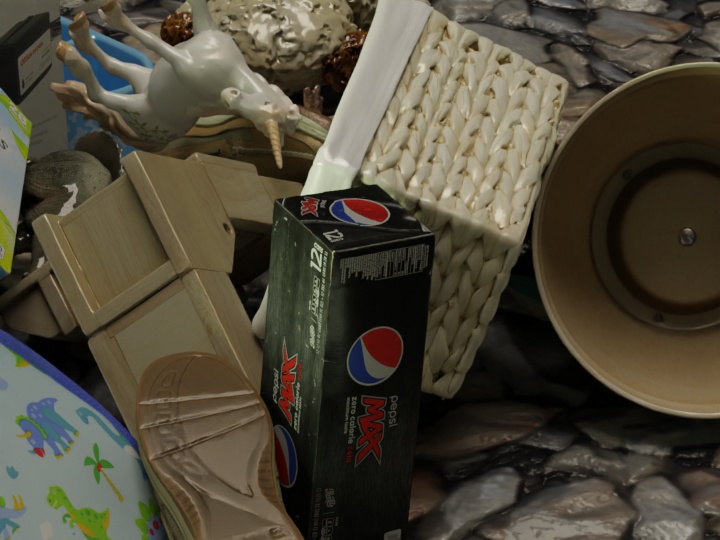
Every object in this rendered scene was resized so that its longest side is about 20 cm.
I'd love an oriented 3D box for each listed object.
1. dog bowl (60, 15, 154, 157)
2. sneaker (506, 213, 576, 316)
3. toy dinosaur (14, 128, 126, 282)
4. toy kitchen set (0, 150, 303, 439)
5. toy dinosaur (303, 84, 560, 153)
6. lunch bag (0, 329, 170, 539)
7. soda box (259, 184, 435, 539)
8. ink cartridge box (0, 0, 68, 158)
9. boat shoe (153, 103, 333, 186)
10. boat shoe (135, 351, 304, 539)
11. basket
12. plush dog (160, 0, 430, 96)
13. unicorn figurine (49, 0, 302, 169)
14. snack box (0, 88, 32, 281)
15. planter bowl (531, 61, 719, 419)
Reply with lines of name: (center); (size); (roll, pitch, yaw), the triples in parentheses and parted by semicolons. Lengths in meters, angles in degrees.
dog bowl: (-0.218, -0.132, 2.083); (0.111, 0.050, 0.200); (-25, 36, -37)
sneaker: (0.066, -0.055, 1.847); (0.071, 0.080, 0.200); (-45, 59, -10)
toy dinosaur: (-0.191, -0.045, 1.856); (0.102, 0.077, 0.200); (-27, 7, 7)
toy kitchen set: (-0.107, 0.053, 1.735); (0.163, 0.181, 0.200); (-34, -17, 21)
toy dinosaur: (0.046, -0.083, 1.959); (0.200, 0.086, 0.135); (-29, 46, -33)
lunch bag: (-0.189, 0.133, 1.519); (0.200, 0.128, 0.170); (32, 32, -2)
soda box: (-0.011, 0.061, 1.561); (0.063, 0.201, 0.071); (-9, 29, -27)
ink cartridge box: (-0.272, -0.156, 1.968); (0.145, 0.201, 0.084); (23, 36, 37)
boat shoe: (-0.073, -0.066, 1.917); (0.072, 0.076, 0.200); (32, -15, -30)
boat shoe: (-0.073, 0.126, 1.546); (0.071, 0.065, 0.200); (-8, 45, -13)
basket: (0.033, -0.042, 1.677); (0.123, 0.136, 0.200); (21, 35, -1)
plush dog: (-0.046, -0.180, 2.063); (0.199, 0.161, 0.172); (4, 35, 7)
unicorn figurine: (-0.112, -0.120, 1.855); (0.074, 0.137, 0.200); (-51, 12, -20)
snack box: (-0.273, -0.087, 1.752); (0.068, 0.169, 0.200); (-33, 26, 14)
planter bowl: (0.196, -0.018, 1.746); (0.199, 0.201, 0.135); (0, 1, 0)
